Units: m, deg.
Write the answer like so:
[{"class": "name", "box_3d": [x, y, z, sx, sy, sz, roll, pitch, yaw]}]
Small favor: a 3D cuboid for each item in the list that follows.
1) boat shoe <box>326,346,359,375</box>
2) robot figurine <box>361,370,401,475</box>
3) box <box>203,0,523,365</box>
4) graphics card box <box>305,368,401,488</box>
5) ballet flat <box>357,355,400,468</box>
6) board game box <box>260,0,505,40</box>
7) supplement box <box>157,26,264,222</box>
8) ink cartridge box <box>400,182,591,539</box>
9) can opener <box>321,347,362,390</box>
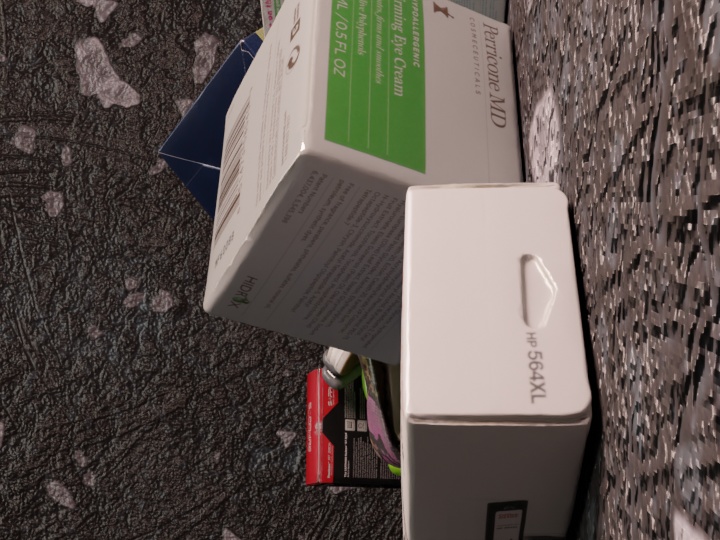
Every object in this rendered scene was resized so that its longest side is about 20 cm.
[{"class": "boat shoe", "box_3d": [0.000, 0.000, 1.061, 0.071, 0.068, 0.203, -4, -65, -78]}, {"class": "robot figurine", "box_3d": [0.064, 0.123, 1.128, 0.201, 0.113, 0.178, 68, -148, -65]}, {"class": "box", "box_3d": [-0.001, -0.077, 0.799, 0.200, 0.169, 0.202, -50, 31, 47]}, {"class": "graphics card box", "box_3d": [0.034, 0.182, 1.225, 0.051, 0.197, 0.128, 150, 123, -62]}, {"class": "ballet flat", "box_3d": [0.030, 0.072, 0.935, 0.071, 0.068, 0.204, -2, 98, 63]}, {"class": "board game box", "box_3d": [0.018, -0.232, 0.872, 0.065, 0.196, 0.149, -87, -3, -47]}, {"class": "supplement box", "box_3d": [-0.059, -0.158, 1.080, 0.200, 0.135, 0.200, -42, 2, -42]}, {"class": "ink cartridge box", "box_3d": [0.062, 0.075, 0.563, 0.202, 0.083, 0.148, 87, -176, -47]}, {"class": "can opener", "box_3d": [0.029, 0.055, 1.190, 0.199, 0.066, 0.053, -39, -30, -31]}]
